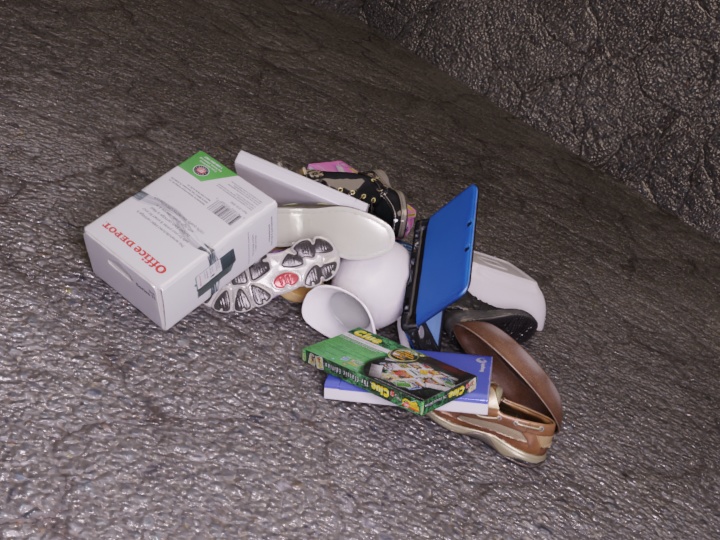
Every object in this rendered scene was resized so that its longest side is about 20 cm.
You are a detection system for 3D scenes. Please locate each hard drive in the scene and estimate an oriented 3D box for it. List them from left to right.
[{"bbox_3d":[-0.085,-0.106,1.501,0.198,0.027,0.132,23,-15,4],"label":"hard drive"},{"bbox_3d":[0.064,0.133,1.283,0.197,0.026,0.132,5,19,8],"label":"hard drive"}]

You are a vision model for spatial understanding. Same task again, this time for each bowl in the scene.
[{"bbox_3d":[0.209,0.020,1.718,0.198,0.075,0.200,17,12,-19],"label":"bowl"}]

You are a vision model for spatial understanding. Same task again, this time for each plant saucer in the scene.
[{"bbox_3d":[0.205,0.135,1.379,0.200,0.037,0.201,46,-9,10],"label":"plant saucer"}]

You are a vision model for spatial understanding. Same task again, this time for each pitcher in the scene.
[{"bbox_3d":[0.026,0.050,1.447,0.172,0.121,0.200,46,32,-2],"label":"pitcher"}]

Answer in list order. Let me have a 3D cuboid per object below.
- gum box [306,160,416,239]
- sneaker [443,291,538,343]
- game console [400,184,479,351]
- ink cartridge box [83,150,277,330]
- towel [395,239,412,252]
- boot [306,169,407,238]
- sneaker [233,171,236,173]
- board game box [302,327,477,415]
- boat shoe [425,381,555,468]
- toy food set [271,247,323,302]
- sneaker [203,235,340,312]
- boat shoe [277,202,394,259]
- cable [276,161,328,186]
[{"bbox_3d":[-0.002,-0.123,1.873,0.199,0.067,0.113,35,24,23],"label":"gum box"},{"bbox_3d":[0.171,0.062,1.573,0.198,0.061,0.104,1,33,-29],"label":"sneaker"},{"bbox_3d":[0.128,0.014,1.423,0.117,0.171,0.202,-8,46,22],"label":"game console"},{"bbox_3d":[-0.221,-0.041,1.275,0.146,0.084,0.200,35,54,24],"label":"ink cartridge box"},{"bbox_3d":[0.019,-0.043,1.702,0.198,0.049,0.112,19,3,-16],"label":"towel"},{"bbox_3d":[-0.012,-0.113,1.715,0.152,0.074,0.204,1,28,-17],"label":"boot"},{"bbox_3d":[-0.176,-0.094,1.588,0.198,0.079,0.085,20,21,-16],"label":"sneaker"},{"bbox_3d":[0.033,0.119,1.246,0.104,0.024,0.199,-19,28,-41],"label":"board game box"},{"bbox_3d":[0.160,0.177,1.325,0.198,0.074,0.076,26,20,2],"label":"boat shoe"},{"bbox_3d":[-0.151,-0.038,1.479,0.198,0.049,0.199,4,44,-29],"label":"toy food set"},{"bbox_3d":[-0.124,0.010,1.365,0.197,0.082,0.083,-10,-4,-14],"label":"sneaker"},{"bbox_3d":[-0.046,-0.060,1.430,0.199,0.073,0.060,6,14,12],"label":"boat shoe"},{"bbox_3d":[-0.077,-0.079,1.612,0.097,0.050,0.202,17,53,-50],"label":"cable"}]
